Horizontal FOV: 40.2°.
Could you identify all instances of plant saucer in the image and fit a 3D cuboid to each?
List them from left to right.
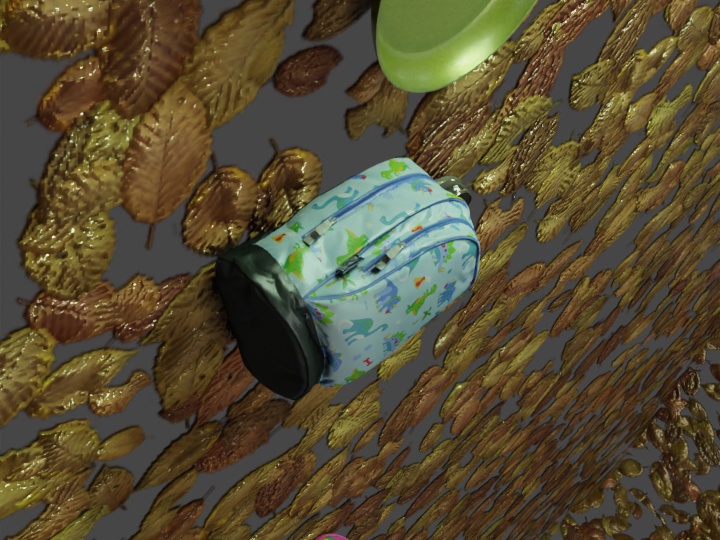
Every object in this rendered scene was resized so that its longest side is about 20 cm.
[{"bbox_3d":[0.075,-0.219,0.693,0.200,0.031,0.200,-37,154,-21],"label":"plant saucer"}]

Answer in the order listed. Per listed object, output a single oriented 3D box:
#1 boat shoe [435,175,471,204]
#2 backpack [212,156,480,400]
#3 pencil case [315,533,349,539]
[{"bbox_3d":[0.044,0.004,0.921,0.200,0.073,0.074,-52,155,11],"label":"boat shoe"},{"bbox_3d":[0.000,0.000,0.792,0.200,0.153,0.163,-48,152,-30],"label":"backpack"},{"bbox_3d":[-0.069,0.475,1.431,0.088,0.088,0.200,-13,138,-51],"label":"pencil case"}]
